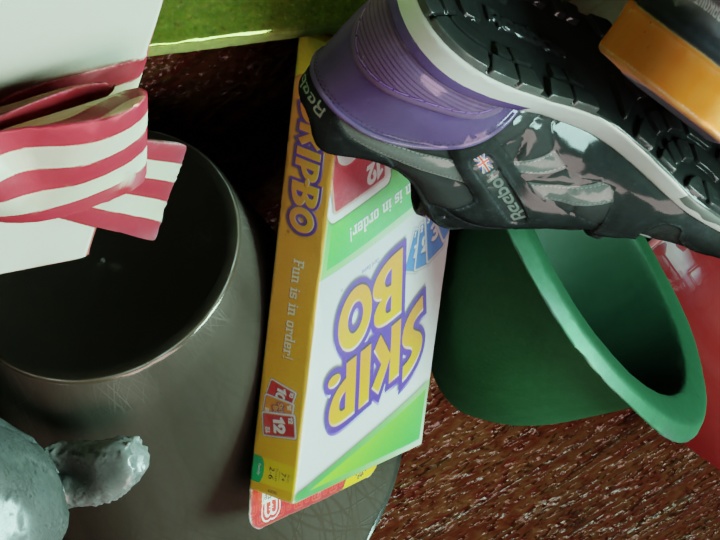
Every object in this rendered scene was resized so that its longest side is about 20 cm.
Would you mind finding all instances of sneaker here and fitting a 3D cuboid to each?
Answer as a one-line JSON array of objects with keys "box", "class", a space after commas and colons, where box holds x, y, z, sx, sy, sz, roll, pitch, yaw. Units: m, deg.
[{"box": [0.064, -0.048, 1.097, 0.200, 0.076, 0.088, 28, 130, -33], "class": "sneaker"}]

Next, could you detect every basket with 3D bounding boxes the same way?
[{"box": [-0.078, 0.044, 1.195, 0.180, 0.136, 0.200, -53, 151, -17], "class": "basket"}]

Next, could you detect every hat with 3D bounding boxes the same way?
[{"box": [0.032, 0.038, 1.246, 0.176, 0.166, 0.200, -30, 146, 19], "class": "hat"}]

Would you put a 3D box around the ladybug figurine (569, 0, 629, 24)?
[{"box": [0.164, -0.099, 1.164, 0.200, 0.136, 0.072, -23, -170, 12], "class": "ladybug figurine"}]

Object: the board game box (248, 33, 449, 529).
[{"box": [0.000, 0.000, 1.149, 0.095, 0.030, 0.200, -20, 125, -55], "class": "board game box"}]

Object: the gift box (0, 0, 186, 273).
[{"box": [-0.155, -0.082, 0.858, 0.184, 0.187, 0.200, -14, 150, -19], "class": "gift box"}]

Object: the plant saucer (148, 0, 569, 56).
[{"box": [0.016, -0.161, 1.004, 0.200, 0.048, 0.200, -9, 149, -26], "class": "plant saucer"}]

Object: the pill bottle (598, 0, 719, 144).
[{"box": [0.169, -0.135, 1.040, 0.200, 0.106, 0.106, -54, 147, 6], "class": "pill bottle"}]

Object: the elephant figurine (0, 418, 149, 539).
[{"box": [-0.210, 0.069, 1.053, 0.141, 0.155, 0.200, -5, 137, 44], "class": "elephant figurine"}]

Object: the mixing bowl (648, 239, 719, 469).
[{"box": [0.224, 0.038, 1.453, 0.200, 0.109, 0.200, -19, 153, -10], "class": "mixing bowl"}]
